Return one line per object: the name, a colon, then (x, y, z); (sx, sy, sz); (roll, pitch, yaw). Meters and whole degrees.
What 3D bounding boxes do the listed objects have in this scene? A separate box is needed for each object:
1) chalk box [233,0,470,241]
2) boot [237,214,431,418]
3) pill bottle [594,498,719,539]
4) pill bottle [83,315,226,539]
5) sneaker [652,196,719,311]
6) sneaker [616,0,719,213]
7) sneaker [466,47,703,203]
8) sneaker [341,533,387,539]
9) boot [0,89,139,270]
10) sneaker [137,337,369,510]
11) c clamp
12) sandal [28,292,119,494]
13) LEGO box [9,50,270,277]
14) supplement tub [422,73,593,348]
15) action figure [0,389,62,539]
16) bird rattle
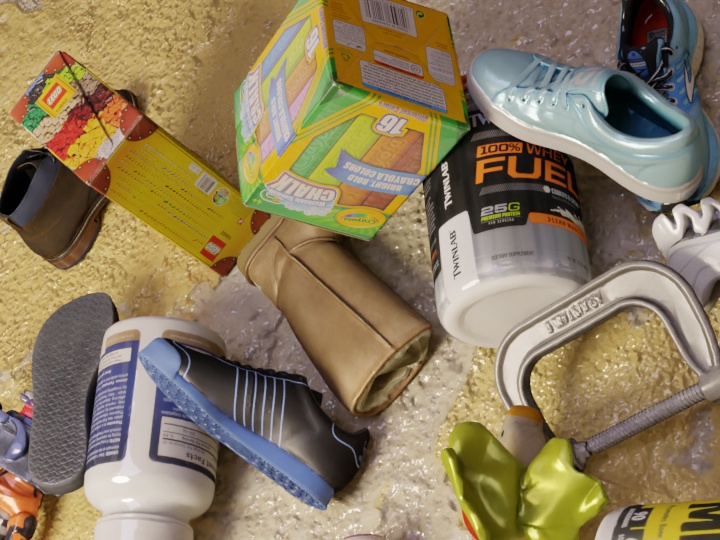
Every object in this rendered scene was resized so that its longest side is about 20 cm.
chalk box: (-0.022, -0.113, 1.156); (0.200, 0.124, 0.124); (-49, 38, 43)
boot: (0.000, 0.000, 1.235); (0.175, 0.066, 0.200); (-54, 50, 11)
pill bottle: (0.258, 0.200, 0.921); (0.199, 0.114, 0.115); (-11, 61, 29)
pill bottle: (-0.176, 0.149, 1.241); (0.111, 0.111, 0.201); (-12, 60, 29)
sneaker: (0.312, -0.027, 1.037); (0.199, 0.075, 0.081); (-20, 71, 27)
sneaker: (0.226, -0.138, 1.130); (0.078, 0.090, 0.201); (-16, 62, 27)
sneaker: (0.166, -0.129, 1.066); (0.200, 0.082, 0.074); (28, 61, 22)
sneaker: (-0.047, 0.287, 1.107); (0.200, 0.074, 0.088); (-36, 45, 7)
boot: (-0.291, -0.110, 1.461); (0.075, 0.097, 0.201); (7, 71, 36)
sneaker: (-0.085, 0.108, 1.183); (0.200, 0.070, 0.078); (38, 70, 0)
c clamp: (0.194, 0.086, 1.045); (0.200, 0.027, 0.171); (-27, 84, 30)
sandal: (-0.260, 0.110, 1.306); (0.076, 0.043, 0.201); (-3, 56, 13)
LEGO box: (-0.198, -0.095, 1.324); (0.077, 0.200, 0.149); (-52, 49, 0)
supplement tub: (0.111, -0.051, 1.143); (0.122, 0.122, 0.201); (-21, 57, 24)
action figure: (-0.335, 0.180, 1.344); (0.200, 0.105, 0.194); (34, 82, 18)
bird rattle: (0.108, 0.188, 1.026); (0.112, 0.201, 0.163); (6, 31, 5)
